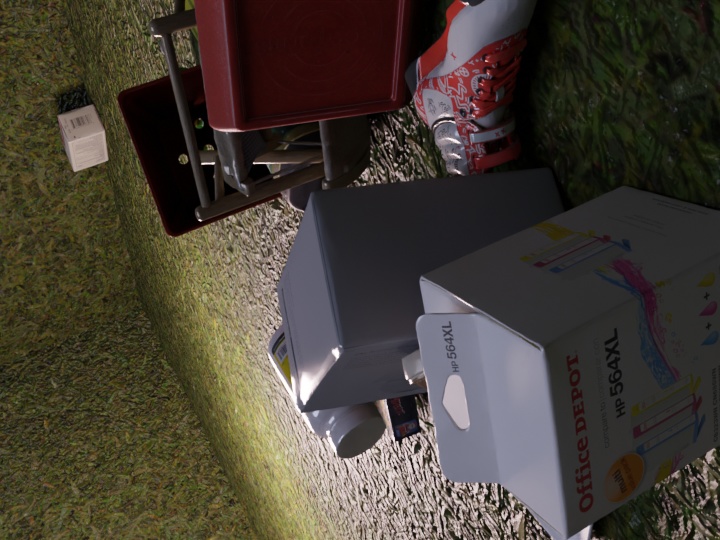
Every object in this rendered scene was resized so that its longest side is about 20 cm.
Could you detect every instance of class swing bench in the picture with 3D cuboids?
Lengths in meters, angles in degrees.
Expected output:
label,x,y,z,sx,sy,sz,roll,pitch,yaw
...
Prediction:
label,x,y,z,sx,sy,sz,roll,pitch,yaw
swing bench,-0.085,-0.181,0.823,0.131,0.195,0.203,-106,7,-54

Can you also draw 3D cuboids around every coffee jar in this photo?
label,x,y,z,sx,sy,sz,roll,pitch,yaw
coffee jar,-0.089,-0.173,1.020,0.202,0.084,0.105,58,154,27

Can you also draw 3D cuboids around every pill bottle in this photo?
label,x,y,z,sx,sy,sz,roll,pitch,yaw
pill bottle,-0.046,0.165,1.214,0.201,0.111,0.114,54,155,34

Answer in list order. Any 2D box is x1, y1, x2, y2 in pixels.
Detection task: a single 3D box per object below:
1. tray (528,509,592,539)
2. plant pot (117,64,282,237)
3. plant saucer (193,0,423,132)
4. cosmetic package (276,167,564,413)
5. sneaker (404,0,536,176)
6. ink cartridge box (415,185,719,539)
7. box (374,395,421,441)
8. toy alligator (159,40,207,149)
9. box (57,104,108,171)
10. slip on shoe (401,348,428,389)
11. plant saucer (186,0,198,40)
label,x,y,z,sx,sy,sz,roll,pitch,yaw
tray,0.166,0.188,0.830,0.200,0.022,0.109,47,150,45
plant pot,-0.219,-0.179,1.216,0.176,0.196,0.204,-162,52,-77
plant saucer,-0.036,-0.198,0.698,0.202,0.195,0.037,94,163,-49
cosmetic package,0.046,0.021,0.686,0.200,0.194,0.126,124,136,-66
sneaker,0.098,-0.136,0.618,0.110,0.066,0.201,66,163,3
ink cartridge box,0.136,0.052,0.515,0.125,0.197,0.131,30,139,58
box,0.021,0.086,1.031,0.137,0.037,0.204,-123,19,-63
toy alligator,-0.291,-0.310,1.449,0.053,0.059,0.204,-17,94,27
box,-0.922,-0.440,2.796,0.111,0.126,0.200,62,158,14
slip on shoe,0.113,0.085,0.623,0.075,0.197,0.062,-29,63,38
plant saucer,-0.238,-0.412,1.235,0.201,0.031,0.203,52,155,36
